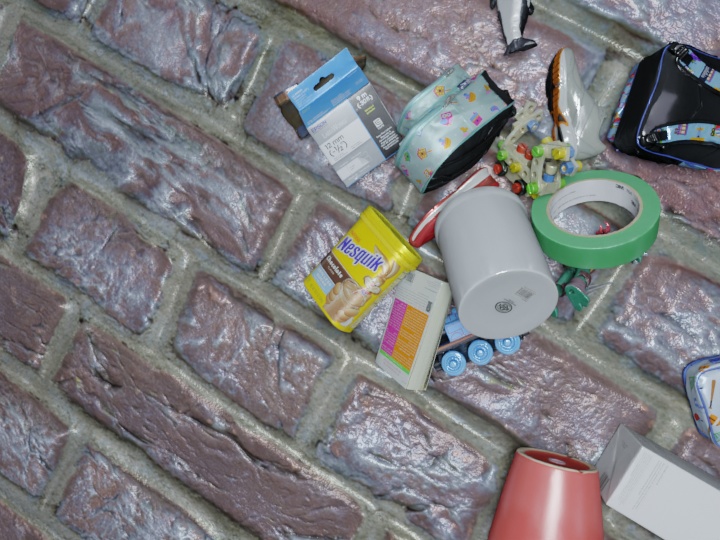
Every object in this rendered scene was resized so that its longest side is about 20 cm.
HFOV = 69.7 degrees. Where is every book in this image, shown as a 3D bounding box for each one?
[{"bbox_3d":[0.096,0.102,0.973,0.048,0.133,0.203,12,98,-32],"label":"book"}]

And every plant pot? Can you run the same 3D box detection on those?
[{"bbox_3d":[0.335,0.423,0.914,0.197,0.200,0.180,9,84,10],"label":"plant pot"}]

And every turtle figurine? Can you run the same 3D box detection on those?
[{"bbox_3d":[0.397,0.000,0.903,0.199,0.150,0.101,-36,74,-30],"label":"turtle figurine"}]

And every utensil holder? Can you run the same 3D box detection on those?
[{"bbox_3d":[0.220,-0.012,0.865,0.167,0.202,0.171,-2,134,-2],"label":"utensil holder"}]

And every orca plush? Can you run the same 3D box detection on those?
[{"bbox_3d":[0.296,-0.480,0.930,0.070,0.105,0.203,5,66,-26],"label":"orca plush"}]

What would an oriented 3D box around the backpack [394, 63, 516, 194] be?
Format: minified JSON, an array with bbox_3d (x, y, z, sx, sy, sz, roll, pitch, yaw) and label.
[{"bbox_3d":[0.145,-0.237,0.898,0.153,0.176,0.200,42,76,3],"label":"backpack"}]

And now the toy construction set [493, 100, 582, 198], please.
[{"bbox_3d":[0.299,-0.206,0.905,0.091,0.202,0.132,-2,135,-9],"label":"toy construction set"}]

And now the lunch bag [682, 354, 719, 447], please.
[{"bbox_3d":[0.676,0.209,0.887,0.197,0.076,0.163,-17,87,12],"label":"lunch bag"}]

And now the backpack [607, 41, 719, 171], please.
[{"bbox_3d":[0.548,-0.259,0.860,0.197,0.135,0.185,15,97,-3],"label":"backpack"}]

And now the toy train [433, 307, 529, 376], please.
[{"bbox_3d":[0.212,0.116,0.967,0.198,0.087,0.116,-25,84,14],"label":"toy train"}]

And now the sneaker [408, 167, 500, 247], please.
[{"bbox_3d":[0.192,-0.087,0.966,0.200,0.078,0.116,-42,83,11],"label":"sneaker"}]

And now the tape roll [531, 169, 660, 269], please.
[{"bbox_3d":[0.393,-0.091,0.875,0.197,0.202,0.048,-14,133,11],"label":"tape roll"}]

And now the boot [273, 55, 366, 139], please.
[{"bbox_3d":[-0.064,-0.341,1.018,0.198,0.075,0.098,-22,104,13],"label":"boot"}]

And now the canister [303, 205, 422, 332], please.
[{"bbox_3d":[0.000,0.000,0.989,0.200,0.086,0.149,-46,63,12],"label":"canister"}]

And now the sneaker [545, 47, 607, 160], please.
[{"bbox_3d":[0.390,-0.296,0.928,0.090,0.076,0.203,-8,98,4],"label":"sneaker"}]

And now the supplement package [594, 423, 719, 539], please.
[{"bbox_3d":[0.530,0.386,0.898,0.198,0.121,0.121,29,97,9],"label":"supplement package"}]

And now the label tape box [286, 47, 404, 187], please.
[{"bbox_3d":[-0.025,-0.282,0.967,0.142,0.066,0.201,-33,115,10],"label":"label tape box"}]
